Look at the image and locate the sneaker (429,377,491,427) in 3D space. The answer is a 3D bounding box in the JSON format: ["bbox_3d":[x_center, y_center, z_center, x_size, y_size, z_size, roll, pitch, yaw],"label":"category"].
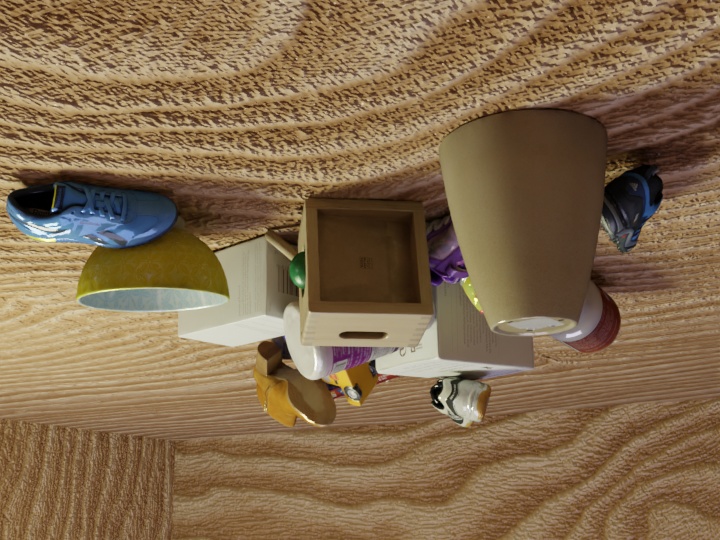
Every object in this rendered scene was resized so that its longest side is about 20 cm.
[{"bbox_3d":[0.153,0.202,1.514,0.086,0.077,0.200,17,165,3],"label":"sneaker"}]

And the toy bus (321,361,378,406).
[{"bbox_3d":[-0.038,0.119,1.471,0.077,0.065,0.202,8,135,34],"label":"toy bus"}]

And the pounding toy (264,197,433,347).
[{"bbox_3d":[-0.022,0.001,1.214,0.195,0.188,0.143,1,152,-9],"label":"pounding toy"}]

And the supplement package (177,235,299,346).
[{"bbox_3d":[-0.167,0.036,1.397,0.198,0.120,0.116,-15,160,39],"label":"supplement package"}]

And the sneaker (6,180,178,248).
[{"bbox_3d":[-0.318,-0.070,1.113,0.195,0.067,0.079,0,161,-5],"label":"sneaker"}]

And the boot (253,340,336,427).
[{"bbox_3d":[-0.109,0.221,1.568,0.070,0.201,0.146,-30,145,-27],"label":"boot"}]

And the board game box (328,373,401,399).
[{"bbox_3d":[0.032,0.166,1.599,0.196,0.020,0.103,-20,-166,10],"label":"board game box"}]

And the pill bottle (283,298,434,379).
[{"bbox_3d":[0.001,0.070,1.306,0.197,0.114,0.112,-17,172,-26],"label":"pill bottle"}]

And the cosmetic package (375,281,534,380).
[{"bbox_3d":[0.145,0.076,1.467,0.197,0.169,0.164,9,163,-33],"label":"cosmetic package"}]

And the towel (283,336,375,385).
[{"bbox_3d":[-0.057,0.102,1.536,0.145,0.050,0.202,-21,125,12],"label":"towel"}]

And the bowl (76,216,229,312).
[{"bbox_3d":[-0.269,-0.013,1.225,0.195,0.110,0.200,-3,169,-1],"label":"bowl"}]

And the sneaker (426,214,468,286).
[{"bbox_3d":[0.134,-0.032,1.237,0.079,0.090,0.199,10,159,-32],"label":"sneaker"}]

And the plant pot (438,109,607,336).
[{"bbox_3d":[0.178,-0.039,1.005,0.183,0.204,0.188,-1,164,0],"label":"plant pot"}]

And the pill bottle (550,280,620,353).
[{"bbox_3d":[0.356,0.067,1.555,0.110,0.115,0.199,-9,163,27],"label":"pill bottle"}]

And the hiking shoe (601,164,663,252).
[{"bbox_3d":[0.327,-0.074,1.123,0.086,0.075,0.200,-35,170,13],"label":"hiking shoe"}]

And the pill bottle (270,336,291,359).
[{"bbox_3d":[-0.058,0.098,1.635,0.195,0.115,0.112,0,164,-5],"label":"pill bottle"}]

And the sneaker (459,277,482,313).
[{"bbox_3d":[0.232,-0.001,1.296,0.197,0.092,0.078,-24,161,7],"label":"sneaker"}]
